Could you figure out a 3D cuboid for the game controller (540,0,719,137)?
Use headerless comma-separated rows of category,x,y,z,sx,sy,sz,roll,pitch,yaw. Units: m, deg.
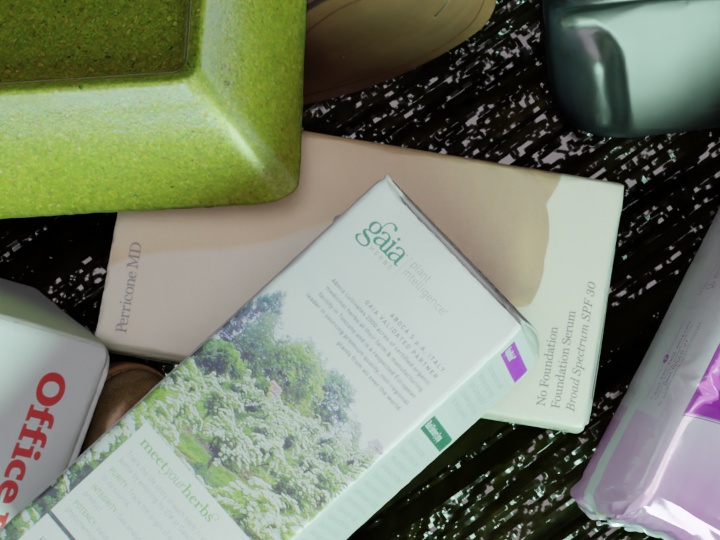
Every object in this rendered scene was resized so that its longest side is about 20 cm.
game controller,0.174,-0.108,1.037,0.199,0.042,0.104,-6,128,1

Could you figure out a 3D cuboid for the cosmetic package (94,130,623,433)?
cosmetic package,0.000,0.000,1.031,0.199,0.071,0.105,8,86,2

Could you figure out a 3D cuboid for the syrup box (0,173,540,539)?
syrup box,-0.032,0.065,0.946,0.200,0.081,0.079,-43,76,-3

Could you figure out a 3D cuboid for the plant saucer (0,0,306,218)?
plant saucer,-0.122,-0.121,1.010,0.199,0.048,0.200,-3,65,11

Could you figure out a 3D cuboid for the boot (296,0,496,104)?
boot,0.019,-0.171,1.044,0.200,0.070,0.147,-27,61,27

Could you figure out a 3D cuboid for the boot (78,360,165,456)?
boot,-0.064,0.132,1.010,0.073,0.075,0.200,-12,90,-36

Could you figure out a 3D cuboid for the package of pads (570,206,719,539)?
package of pads,0.182,0.034,1.015,0.120,0.076,0.200,28,88,-13

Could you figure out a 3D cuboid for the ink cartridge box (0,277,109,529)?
ink cartridge box,-0.215,0.060,0.967,0.200,0.085,0.145,18,97,-32
